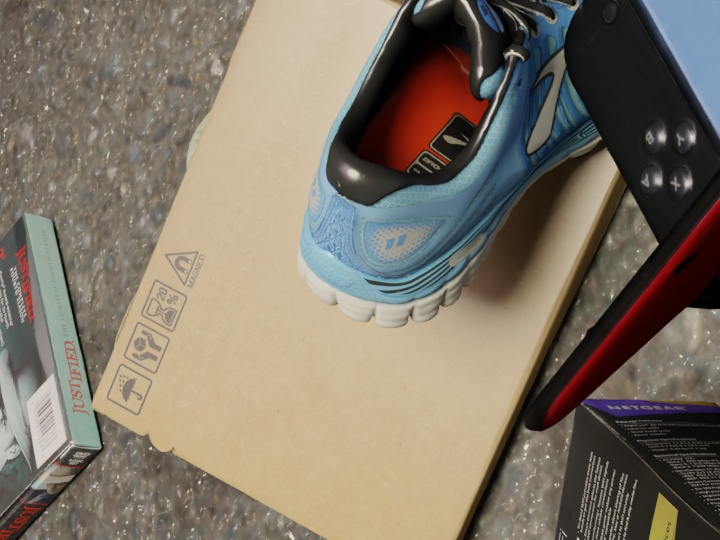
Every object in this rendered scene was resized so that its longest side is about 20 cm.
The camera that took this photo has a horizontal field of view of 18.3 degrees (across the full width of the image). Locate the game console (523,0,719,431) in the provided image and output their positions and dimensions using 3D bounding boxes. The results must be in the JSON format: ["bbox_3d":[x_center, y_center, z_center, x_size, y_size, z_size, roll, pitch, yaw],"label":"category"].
[{"bbox_3d":[0.104,-0.079,0.630,0.200,0.118,0.173,-54,46,37],"label":"game console"}]

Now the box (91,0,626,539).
[{"bbox_3d":[0.000,0.000,0.865,0.163,0.021,0.201,27,101,17],"label":"box"}]

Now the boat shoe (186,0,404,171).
[{"bbox_3d":[0.017,-0.086,0.909,0.200,0.062,0.075,-42,45,16],"label":"boat shoe"}]

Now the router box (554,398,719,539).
[{"bbox_3d":[0.100,0.158,0.659,0.157,0.052,0.202,-134,49,-66],"label":"router box"}]

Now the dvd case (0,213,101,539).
[{"bbox_3d":[-0.206,0.087,1.167,0.200,0.022,0.147,-47,46,34],"label":"dvd case"}]

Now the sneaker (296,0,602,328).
[{"bbox_3d":[0.051,-0.073,0.776,0.078,0.090,0.201,28,65,17],"label":"sneaker"}]
